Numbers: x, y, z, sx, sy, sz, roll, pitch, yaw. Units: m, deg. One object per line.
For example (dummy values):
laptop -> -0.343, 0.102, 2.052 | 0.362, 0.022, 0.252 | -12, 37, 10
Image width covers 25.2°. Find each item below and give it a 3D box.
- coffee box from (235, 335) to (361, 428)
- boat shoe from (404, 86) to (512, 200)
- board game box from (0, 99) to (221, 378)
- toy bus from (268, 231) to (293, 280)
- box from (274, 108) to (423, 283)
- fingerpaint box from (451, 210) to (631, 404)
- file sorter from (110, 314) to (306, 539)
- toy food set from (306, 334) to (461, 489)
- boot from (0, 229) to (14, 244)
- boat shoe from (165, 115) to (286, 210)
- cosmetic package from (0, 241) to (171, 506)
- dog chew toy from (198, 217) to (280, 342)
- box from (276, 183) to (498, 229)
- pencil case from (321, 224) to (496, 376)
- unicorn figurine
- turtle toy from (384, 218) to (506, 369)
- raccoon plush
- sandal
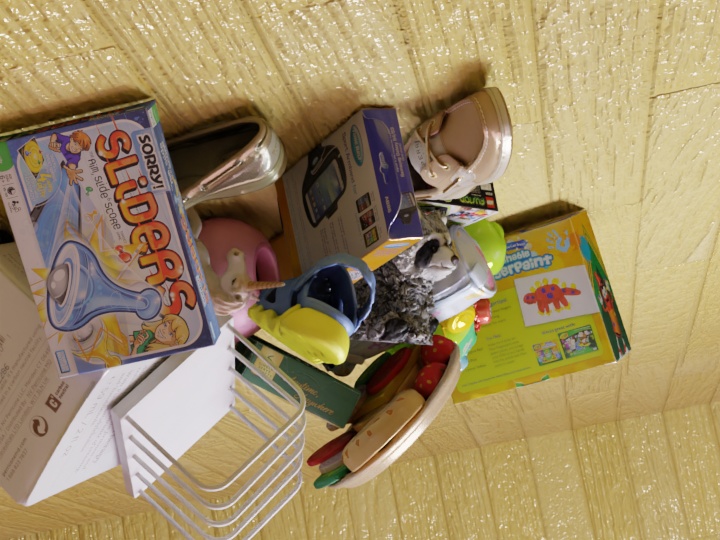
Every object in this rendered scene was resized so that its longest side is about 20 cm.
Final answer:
coffee box -> -0.082, 0.105, 1.652 | 0.123, 0.044, 0.200 | 28, 177, -16
boat shoe -> 0.075, -0.101, 1.400 | 0.069, 0.074, 0.200 | -12, 167, -17
board game box -> -0.202, -0.023, 1.283 | 0.135, 0.200, 0.034 | -13, -164, 8
toy bus -> -0.079, 0.006, 1.710 | 0.078, 0.065, 0.200 | 1, 161, -36
box -> -0.008, -0.059, 1.412 | 0.041, 0.119, 0.200 | -3, 164, -32
fingerpaint box -> 0.179, 0.042, 1.800 | 0.200, 0.167, 0.073 | -18, -179, 26
file sorter -> -0.131, 0.160, 1.484 | 0.139, 0.124, 0.200 | -43, 162, -22
toy food set -> 0.022, 0.141, 1.608 | 0.198, 0.049, 0.200 | -35, -165, 52
boot -> -0.396, 0.018, 1.551 | 0.131, 0.070, 0.200 | -2, 160, -9
boat shoe -> -0.162, -0.078, 1.339 | 0.200, 0.073, 0.063 | -15, 158, 9
cosmetic package -> -0.266, 0.079, 1.466 | 0.168, 0.166, 0.200 | -56, 163, 23
dog chew toy -> -0.182, 0.015, 1.590 | 0.200, 0.125, 0.125 | -6, 167, 20
box -> 0.029, -0.065, 1.578 | 0.200, 0.035, 0.110 | 5, 159, -44
pencil case -> 0.039, 0.032, 1.638 | 0.200, 0.083, 0.091 | -30, -171, 16
unicorn figurine -> -0.175, -0.018, 1.412 | 0.200, 0.138, 0.074 | -12, 160, -4
turtle toy -> 0.088, 0.031, 1.740 | 0.101, 0.146, 0.200 | 6, 119, -42
raccoon plush -> 0.000, 0.000, 1.554 | 0.200, 0.134, 0.097 | 3, 178, 15
sandal -> -0.036, 0.030, 1.384 | 0.079, 0.087, 0.200 | 35, 170, -17
